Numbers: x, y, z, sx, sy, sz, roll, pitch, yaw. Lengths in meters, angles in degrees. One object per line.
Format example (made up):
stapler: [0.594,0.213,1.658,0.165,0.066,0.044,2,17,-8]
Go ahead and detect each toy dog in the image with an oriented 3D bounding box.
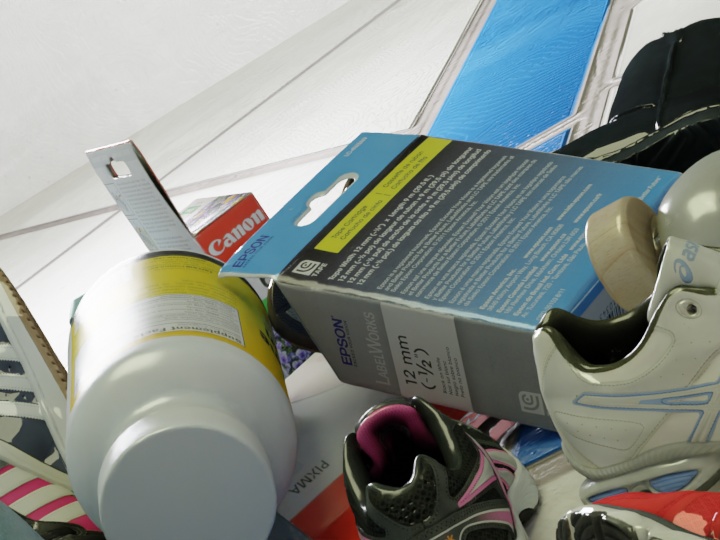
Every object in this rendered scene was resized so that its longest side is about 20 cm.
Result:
toy dog: [0.184,-0.012,0.885,0.199,0.097,0.131,-25,1,-43]

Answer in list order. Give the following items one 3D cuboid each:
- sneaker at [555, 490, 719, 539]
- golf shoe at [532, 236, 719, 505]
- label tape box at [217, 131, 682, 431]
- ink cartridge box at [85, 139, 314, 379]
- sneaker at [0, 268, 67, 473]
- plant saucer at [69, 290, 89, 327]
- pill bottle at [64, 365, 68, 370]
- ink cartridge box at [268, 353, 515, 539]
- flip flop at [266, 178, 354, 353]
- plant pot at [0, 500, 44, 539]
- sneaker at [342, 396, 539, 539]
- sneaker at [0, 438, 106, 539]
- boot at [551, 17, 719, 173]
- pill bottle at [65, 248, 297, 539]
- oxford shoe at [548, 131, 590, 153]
sneaker: [0.143,0.095,0.604,0.085,0.078,0.199,-28,14,-34]
golf shoe: [0.154,0.025,0.746,0.199,0.098,0.078,-26,13,26]
label tape box: [0.049,-0.001,1.003,0.199,0.067,0.143,9,39,35]
ink cartridge box: [-0.082,-0.005,1.206,0.050,0.201,0.109,-38,13,-18]
sneaker: [-0.208,0.085,1.087,0.108,0.201,0.070,-31,-32,-5]
plant saucer: [-0.135,0.056,1.240,0.070,0.019,0.200,-29,-29,-11]
pill bottle: [-0.176,0.124,1.166,0.199,0.112,0.112,-33,13,0]
ink cartridge box: [0.005,0.077,1.039,0.162,0.057,0.200,-40,9,-27]
flip flop: [0.000,0.000,1.102,0.200,0.081,0.058,-64,-5,-63]
plant pot: [-0.192,0.180,0.800,0.195,0.201,0.196,-36,12,-10]
sneaker: [0.029,0.087,0.843,0.080,0.087,0.200,-31,13,-3]
sneaker: [-0.174,0.146,0.963,0.121,0.199,0.084,-118,49,-69]
boot: [0.151,-0.066,1.132,0.199,0.077,0.168,-24,17,23]
pill bottle: [-0.089,0.072,0.972,0.112,0.112,0.200,-32,21,5]
oxford shoe: [0.077,-0.045,1.245,0.199,0.074,0.071,-29,13,20]
